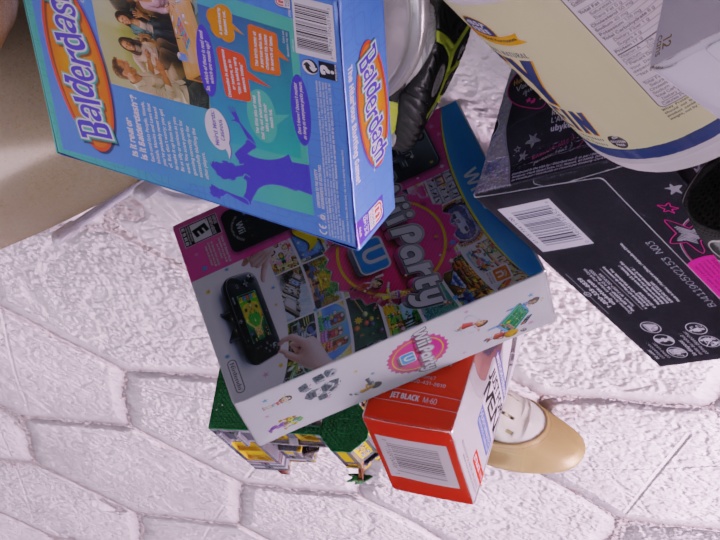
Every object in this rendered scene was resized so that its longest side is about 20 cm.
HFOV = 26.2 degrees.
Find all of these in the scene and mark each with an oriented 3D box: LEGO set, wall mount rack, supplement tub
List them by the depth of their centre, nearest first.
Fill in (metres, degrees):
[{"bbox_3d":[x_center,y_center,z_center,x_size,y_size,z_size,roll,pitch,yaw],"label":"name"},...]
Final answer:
[{"bbox_3d":[0.111,-0.154,0.711,0.145,0.145,0.200,-13,140,43],"label":"supplement tub"},{"bbox_3d":[-0.105,-0.053,1.053,0.173,0.075,0.200,10,160,-35],"label":"wall mount rack"},{"bbox_3d":[-0.026,0.072,1.158,0.153,0.201,0.116,-7,154,15],"label":"LEGO set"}]

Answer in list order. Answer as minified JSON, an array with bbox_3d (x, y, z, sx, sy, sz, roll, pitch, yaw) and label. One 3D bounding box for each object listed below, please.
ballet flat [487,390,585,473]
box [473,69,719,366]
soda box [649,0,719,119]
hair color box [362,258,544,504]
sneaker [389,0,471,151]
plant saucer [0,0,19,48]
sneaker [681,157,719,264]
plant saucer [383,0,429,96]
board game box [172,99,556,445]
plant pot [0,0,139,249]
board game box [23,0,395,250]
[{"bbox_3d":[0.094,0.123,1.311,0.199,0.069,0.063,11,138,9],"label":"ballet flat"},{"bbox_3d":[0.183,-0.046,0.900,0.132,0.115,0.200,-11,140,44],"label":"box"},{"bbox_3d":[0.176,-0.152,0.617,0.068,0.201,0.064,31,149,-24],"label":"soda box"},{"bbox_3d":[0.067,0.038,1.022,0.064,0.201,0.111,8,151,18],"label":"hair color box"},{"bbox_3d":[0.018,-0.149,0.863,0.076,0.076,0.200,19,143,13],"label":"sneaker"},{"bbox_3d":[-0.219,-0.201,0.817,0.035,0.201,0.200,-19,157,-16],"label":"plant saucer"},{"bbox_3d":[0.234,-0.089,0.751,0.080,0.200,0.086,49,-179,41],"label":"sneaker"},{"bbox_3d":[-0.057,-0.161,0.814,0.200,0.050,0.201,28,143,24],"label":"plant saucer"},{"bbox_3d":[0.000,0.000,0.960,0.199,0.148,0.064,-23,145,-1],"label":"board game box"},{"bbox_3d":[-0.203,-0.107,0.966,0.199,0.188,0.187,-10,145,16],"label":"plant pot"},{"bbox_3d":[-0.081,-0.107,0.798,0.199,0.045,0.153,18,135,23],"label":"board game box"}]
